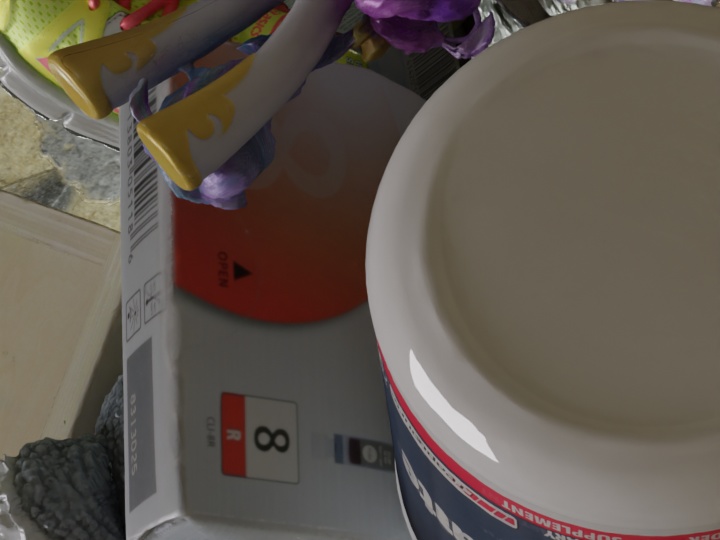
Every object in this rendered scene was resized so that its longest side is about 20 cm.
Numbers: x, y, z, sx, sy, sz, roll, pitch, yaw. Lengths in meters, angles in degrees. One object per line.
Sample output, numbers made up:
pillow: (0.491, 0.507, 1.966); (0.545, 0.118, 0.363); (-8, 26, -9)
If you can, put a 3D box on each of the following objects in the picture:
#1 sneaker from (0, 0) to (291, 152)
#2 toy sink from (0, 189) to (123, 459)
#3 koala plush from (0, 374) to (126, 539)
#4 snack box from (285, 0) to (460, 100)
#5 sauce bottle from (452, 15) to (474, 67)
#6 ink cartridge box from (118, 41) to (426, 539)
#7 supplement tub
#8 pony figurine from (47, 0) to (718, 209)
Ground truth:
sneaker: (-0.054, -0.075, 0.955); (0.200, 0.078, 0.090); (41, 139, -8)
toy sink: (-0.110, 0.085, 1.022); (0.112, 0.201, 0.130); (18, 178, 41)
koala plush: (-0.018, 0.104, 0.931); (0.200, 0.177, 0.184); (59, 169, -11)
snack box: (-0.015, -0.030, 1.107); (0.142, 0.053, 0.200); (21, 137, 40)
sauce bottle: (-0.005, -0.165, 1.061); (0.065, 0.065, 0.200); (-123, 13, -56)
ink cartridge box: (0.021, 0.020, 0.878); (0.050, 0.199, 0.163); (138, 134, -56)
supplement tub: (0.076, 0.031, 0.743); (0.200, 0.140, 0.141); (80, 165, -65)
pony figurine: (-0.002, -0.112, 0.813); (0.193, 0.200, 0.167); (51, 167, -3)
